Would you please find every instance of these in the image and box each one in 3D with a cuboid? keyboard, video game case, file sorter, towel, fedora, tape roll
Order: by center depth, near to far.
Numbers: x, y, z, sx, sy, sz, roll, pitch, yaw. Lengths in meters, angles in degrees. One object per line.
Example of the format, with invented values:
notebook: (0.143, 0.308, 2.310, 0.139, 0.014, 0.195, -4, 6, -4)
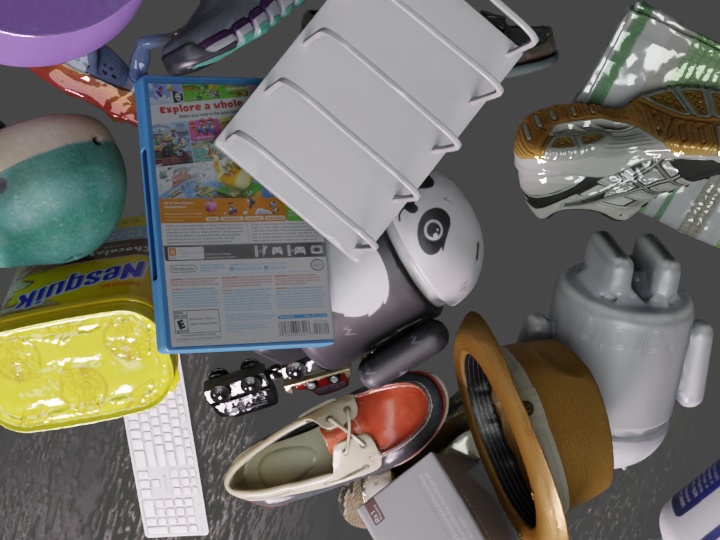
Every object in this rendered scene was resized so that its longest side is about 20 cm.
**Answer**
file sorter: (0.015, -0.128, 1.553, 0.138, 0.125, 0.200, 39, 84, -6)
tape roll: (-0.240, -0.251, 1.571, 0.198, 0.066, 0.202, 4, 75, -14)
video game case: (-0.092, -0.042, 1.607, 0.142, 0.018, 0.202, -1, 82, -31)
fedora: (0.138, 0.117, 1.644, 0.081, 0.201, 0.202, -19, 112, -11)
towel: (0.260, -0.106, 1.706, 0.199, 0.031, 0.150, 25, 113, -11)
keyboard: (-0.167, 0.133, 1.819, 0.056, 0.011, 0.202, -6, 112, 4)

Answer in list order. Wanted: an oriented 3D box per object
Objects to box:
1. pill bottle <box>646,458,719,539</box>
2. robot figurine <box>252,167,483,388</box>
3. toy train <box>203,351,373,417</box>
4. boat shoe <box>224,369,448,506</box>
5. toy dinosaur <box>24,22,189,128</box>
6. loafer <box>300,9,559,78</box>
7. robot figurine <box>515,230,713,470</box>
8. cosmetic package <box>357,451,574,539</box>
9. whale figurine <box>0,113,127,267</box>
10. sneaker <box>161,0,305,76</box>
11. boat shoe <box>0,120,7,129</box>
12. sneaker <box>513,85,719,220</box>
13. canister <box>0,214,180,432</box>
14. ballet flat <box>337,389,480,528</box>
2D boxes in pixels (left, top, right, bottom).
pill bottle: (0.314, 0.214, 1.784, 0.200, 0.120, 0.120, -41, 106, 16)
robot figurine: (-0.001, -0.002, 1.698, 0.199, 0.125, 0.151, -28, 109, 12)
toy train: (-0.031, 0.080, 1.781, 0.198, 0.034, 0.046, -17, 124, 9)
boat shoe: (-0.020, 0.137, 1.765, 0.199, 0.062, 0.072, -26, 76, 25)
toy dinosaur: (-0.196, -0.134, 1.638, 0.199, 0.105, 0.182, -29, 80, -23)
loafer: (0.050, -0.174, 1.658, 0.198, 0.072, 0.064, -6, 107, 6)
robot figurine: (0.198, 0.071, 1.730, 0.168, 0.113, 0.202, 4, 113, -12)
cosmetic package: (0.092, 0.215, 1.738, 0.090, 0.200, 0.107, -38, 68, 14)
whale figurine: (-0.263, -0.037, 1.669, 0.199, 0.159, 0.104, -33, 77, 26)
sneaker: (-0.086, -0.218, 1.600, 0.074, 0.200, 0.088, -19, 106, 54)
boat shoe: (-0.363, -0.142, 1.675, 0.199, 0.072, 0.068, 34, 111, -15)
sneaker: (0.216, -0.084, 1.671, 0.198, 0.076, 0.088, -3, 132, 3)
canister: (-0.207, 0.035, 1.676, 0.147, 0.200, 0.087, -11, 112, 5)
ballet flat: (0.057, 0.155, 1.789, 0.200, 0.075, 0.068, -39, 108, 16)
